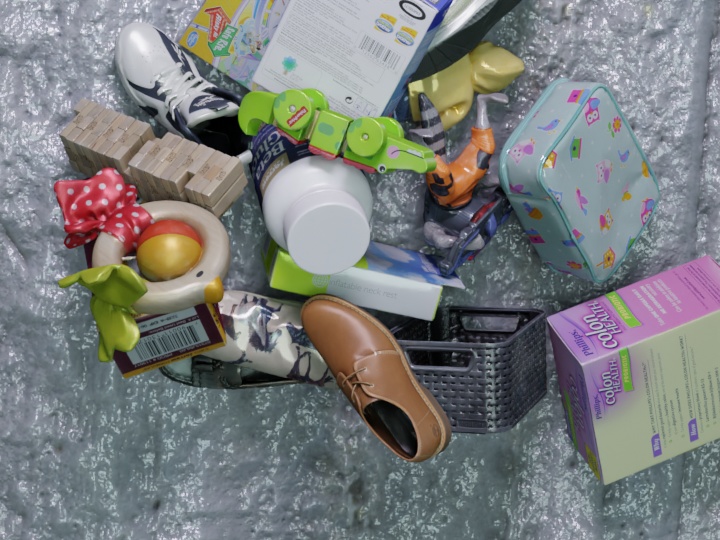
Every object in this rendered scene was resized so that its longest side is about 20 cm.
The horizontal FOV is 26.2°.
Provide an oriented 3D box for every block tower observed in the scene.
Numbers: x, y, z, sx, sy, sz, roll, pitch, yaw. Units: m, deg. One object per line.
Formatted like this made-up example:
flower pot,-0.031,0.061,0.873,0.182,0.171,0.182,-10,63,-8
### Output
block tower,-0.207,-0.105,1.523,0.058,0.199,0.054,-51,149,-27

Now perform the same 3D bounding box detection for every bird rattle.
bird rattle,-0.202,-0.012,1.448,0.162,0.200,0.113,-4,129,-3

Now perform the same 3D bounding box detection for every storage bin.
storage bin,0.111,0.100,1.611,0.135,0.200,0.094,2,100,20

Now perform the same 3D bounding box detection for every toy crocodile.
toy crocodile,-0.023,-0.129,1.476,0.199,0.067,0.062,22,102,10

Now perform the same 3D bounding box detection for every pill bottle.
pill bottle,-0.049,-0.083,1.554,0.110,0.200,0.112,-6,123,-9

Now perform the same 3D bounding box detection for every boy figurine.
boy figurine,0.073,-0.206,1.640,0.199,0.064,0.125,-18,106,-9

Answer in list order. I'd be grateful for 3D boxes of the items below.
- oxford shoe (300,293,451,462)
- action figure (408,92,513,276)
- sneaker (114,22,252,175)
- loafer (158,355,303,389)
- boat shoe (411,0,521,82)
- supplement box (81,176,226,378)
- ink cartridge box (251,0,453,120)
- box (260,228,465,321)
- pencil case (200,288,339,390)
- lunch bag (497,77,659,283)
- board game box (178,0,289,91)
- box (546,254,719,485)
oxford shoe,0.007,0.103,1.506,0.200,0.071,0.071,48,115,12
action figure,0.114,-0.098,1.641,0.200,0.104,0.194,-39,140,-40
sneaker,-0.169,-0.174,1.550,0.079,0.130,0.200,-27,91,-23
loafer,-0.116,0.093,1.648,0.199,0.063,0.072,0,98,-11
boat shoe,0.100,-0.268,1.570,0.202,0.074,0.065,-42,72,11
supplement box,-0.211,-0.008,1.538,0.110,0.201,0.086,-18,141,0
ink cartridge box,0.001,-0.240,1.504,0.136,0.076,0.200,32,122,3
box,0.000,0.000,1.626,0.199,0.122,0.048,13,105,-12
pencil case,-0.105,0.058,1.596,0.199,0.078,0.090,14,88,3
lunch bag,0.235,-0.096,1.642,0.161,0.077,0.200,-56,133,-23
board game box,-0.076,-0.275,1.571,0.134,0.034,0.200,32,119,-13
box,0.322,0.108,1.690,0.199,0.097,0.176,-21,125,-8
